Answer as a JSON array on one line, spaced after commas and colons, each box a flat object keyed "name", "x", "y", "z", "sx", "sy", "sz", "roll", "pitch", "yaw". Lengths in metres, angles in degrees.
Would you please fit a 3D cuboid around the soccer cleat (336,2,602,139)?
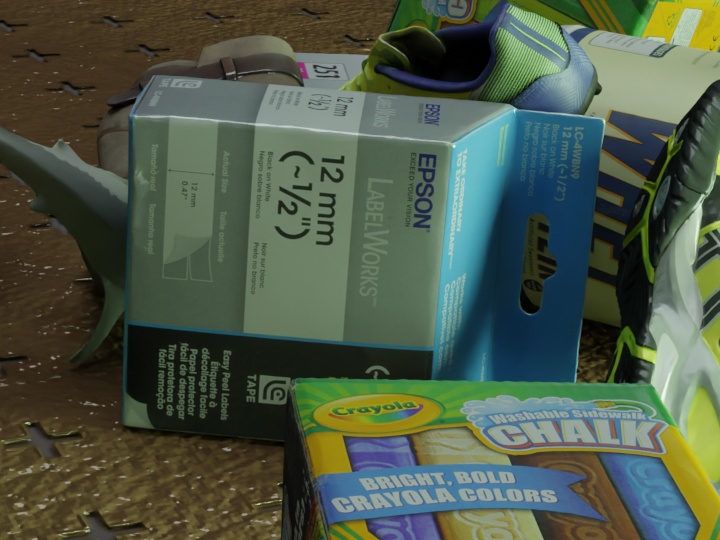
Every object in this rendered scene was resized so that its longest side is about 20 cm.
[{"name": "soccer cleat", "x": 0.023, "y": -0.084, "z": 0.914, "sx": 0.200, "sy": 0.084, "sz": 0.065, "roll": -10, "pitch": 49, "yaw": 48}]

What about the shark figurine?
[{"name": "shark figurine", "x": -0.130, "y": -0.007, "z": 0.889, "sx": 0.128, "sy": 0.090, "sz": 0.214, "roll": 20, "pitch": -11, "yaw": 27}]

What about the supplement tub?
[{"name": "supplement tub", "x": 0.170, "y": -0.035, "z": 0.961, "sx": 0.199, "sy": 0.146, "sz": 0.145, "roll": 14, "pitch": 23, "yaw": 24}]

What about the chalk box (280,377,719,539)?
[{"name": "chalk box", "x": 0.039, "y": 0.110, "z": 0.593, "sx": 0.123, "sy": 0.125, "sz": 0.200, "roll": 1, "pitch": 23, "yaw": -8}]

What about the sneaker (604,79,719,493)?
[{"name": "sneaker", "x": 0.154, "y": 0.012, "z": 0.841, "sx": 0.076, "sy": 0.201, "sz": 0.075, "roll": 15, "pitch": -20, "yaw": -4}]

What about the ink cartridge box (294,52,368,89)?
[{"name": "ink cartridge box", "x": 0.032, "y": -0.089, "z": 1.213, "sx": 0.173, "sy": 0.044, "sz": 0.200, "roll": 0, "pitch": 22, "yaw": -7}]

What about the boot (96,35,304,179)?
[{"name": "boot", "x": -0.053, "y": -0.076, "z": 1.075, "sx": 0.199, "sy": 0.070, "sz": 0.147, "roll": -1, "pitch": 41, "yaw": 10}]

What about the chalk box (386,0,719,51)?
[{"name": "chalk box", "x": 0.099, "y": -0.148, "z": 1.174, "sx": 0.200, "sy": 0.125, "sz": 0.124, "roll": 31, "pitch": 20, "yaw": 28}]

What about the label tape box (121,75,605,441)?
[{"name": "label tape box", "x": 0.000, "y": 0.000, "z": 0.838, "sx": 0.199, "sy": 0.144, "sz": 0.066, "roll": 6, "pitch": 21, "yaw": 3}]
